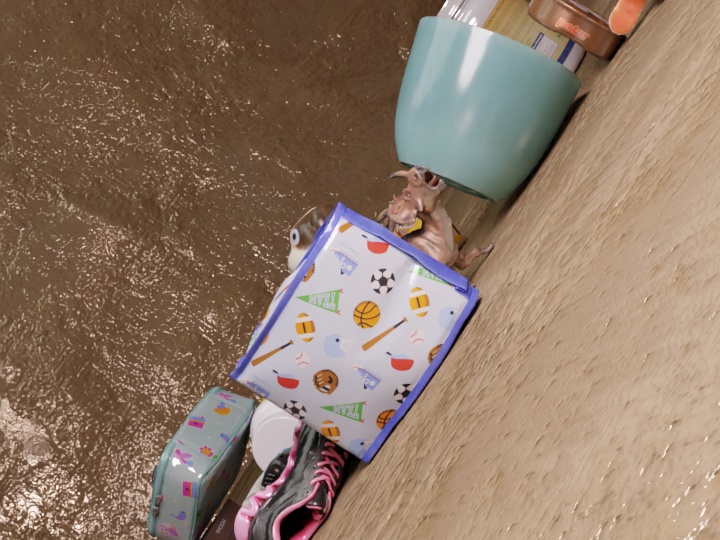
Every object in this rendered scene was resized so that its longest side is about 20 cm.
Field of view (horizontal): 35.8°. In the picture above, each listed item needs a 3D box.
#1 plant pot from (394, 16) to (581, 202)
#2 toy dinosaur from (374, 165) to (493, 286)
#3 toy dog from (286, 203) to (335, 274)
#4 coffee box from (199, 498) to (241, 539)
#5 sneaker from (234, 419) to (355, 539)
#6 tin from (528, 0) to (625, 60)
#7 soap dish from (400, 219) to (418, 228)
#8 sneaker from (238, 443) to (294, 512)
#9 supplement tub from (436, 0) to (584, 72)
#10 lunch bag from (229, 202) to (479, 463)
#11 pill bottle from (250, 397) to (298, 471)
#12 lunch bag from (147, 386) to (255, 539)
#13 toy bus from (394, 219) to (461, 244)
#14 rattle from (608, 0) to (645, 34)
[{"bbox_3d":[0.129,-0.174,1.275,0.201,0.199,0.162,-111,43,-88],"label":"plant pot"},{"bbox_3d":[0.052,-0.008,1.187,0.201,0.135,0.086,-57,2,13],"label":"toy dinosaur"},{"bbox_3d":[0.000,0.000,1.392,0.195,0.199,0.140,-57,3,-7],"label":"toy dog"},{"bbox_3d":[-0.203,0.414,1.464,0.200,0.080,0.113,-55,2,28],"label":"coffee box"},{"bbox_3d":[-0.046,0.219,1.156,0.201,0.079,0.095,-58,24,-11],"label":"sneaker"},{"bbox_3d":[0.248,-0.292,1.300,0.042,0.112,0.200,-56,2,20],"label":"tin"},{"bbox_3d":[0.049,0.013,1.722,0.200,0.081,0.158,-56,2,32],"label":"soap dish"},{"bbox_3d":[-0.082,0.252,1.313,0.200,0.072,0.072,-51,-4,37],"label":"sneaker"},{"bbox_3d":[0.198,-0.313,1.564,0.145,0.199,0.144,-56,2,3],"label":"supplement tub"},{"bbox_3d":[-0.002,0.053,1.093,0.201,0.169,0.124,-57,6,24],"label":"lunch bag"},{"bbox_3d":[-0.087,0.204,1.509,0.113,0.112,0.200,-56,2,14],"label":"pill bottle"},{"bbox_3d":[-0.212,0.263,1.468,0.200,0.077,0.161,-56,-14,-56],"label":"lunch bag"},{"bbox_3d":[0.052,0.006,1.517,0.078,0.065,0.200,3,-49,-44],"label":"toy bus"},{"bbox_3d":[0.321,-0.350,1.140,0.143,0.130,0.200,-46,-28,-20],"label":"rattle"}]
